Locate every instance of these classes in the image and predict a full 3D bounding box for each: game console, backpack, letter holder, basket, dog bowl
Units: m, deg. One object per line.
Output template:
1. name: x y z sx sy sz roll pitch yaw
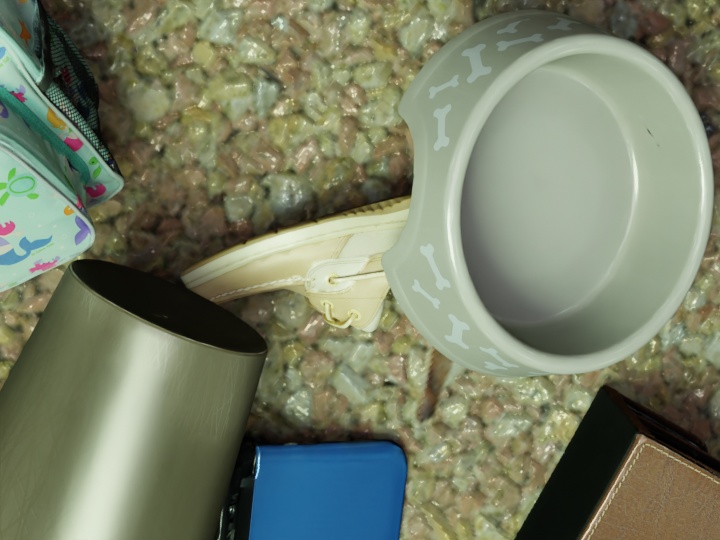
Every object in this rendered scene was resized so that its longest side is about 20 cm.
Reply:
1. game console: -0.080 0.189 0.887 0.169 0.118 0.203 11 99 29
2. backpack: -0.230 -0.074 0.734 0.176 0.152 0.201 -23 139 5
3. letter holder: 0.158 0.196 0.852 0.141 0.101 0.202 28 98 -7
4. basket: -0.138 0.108 0.773 0.179 0.135 0.202 29 99 36
5. dog bowl: 0.106 -0.037 0.794 0.198 0.058 0.203 -5 100 -27

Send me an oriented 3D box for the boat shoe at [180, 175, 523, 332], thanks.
1. boat shoe: 0.000 0.000 0.830 0.197 0.074 0.070 -14 93 1
